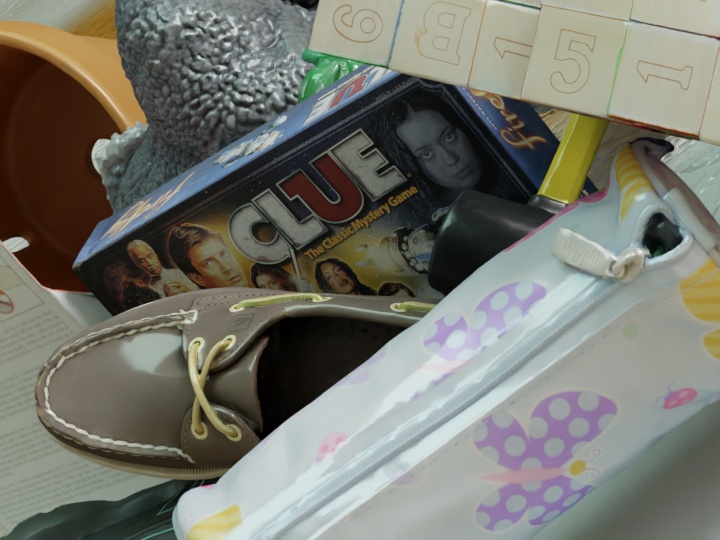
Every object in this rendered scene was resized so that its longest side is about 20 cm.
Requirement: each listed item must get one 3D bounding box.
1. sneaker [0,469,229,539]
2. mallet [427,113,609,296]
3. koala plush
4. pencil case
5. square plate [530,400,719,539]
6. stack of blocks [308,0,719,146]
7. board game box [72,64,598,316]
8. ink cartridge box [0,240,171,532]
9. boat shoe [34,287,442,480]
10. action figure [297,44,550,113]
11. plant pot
[{"bbox_3d":[-0.053,0.109,1.042,0.199,0.075,0.079,-32,47,8],"label":"sneaker"},{"bbox_3d":[0.080,-0.073,0.964,0.041,0.065,0.201,64,-138,-72],"label":"mallet"},{"bbox_3d":[-0.055,-0.053,1.249,0.200,0.183,0.178,-59,45,37],"label":"koala plush"},{"bbox_3d":[0.037,0.048,0.836,0.200,0.083,0.091,-38,-3,10],"label":"pencil case"},{"bbox_3d":[0.080,0.082,0.853,0.200,0.028,0.198,-44,16,-12],"label":"square plate"},{"bbox_3d":[0.088,-0.073,0.835,0.115,0.199,0.059,4,-80,-66],"label":"stack of blocks"},{"bbox_3d":[0.000,0.000,1.051,0.200,0.136,0.035,-29,20,36],"label":"board game box"},{"bbox_3d":[-0.144,0.036,1.161,0.160,0.200,0.047,-21,25,48],"label":"ink cartridge box"},{"bbox_3d":[-0.030,0.041,0.986,0.199,0.072,0.060,-1,-4,12],"label":"boat shoe"},{"bbox_3d":[0.041,-0.079,1.112,0.118,0.055,0.199,24,21,36],"label":"action figure"},{"bbox_3d":[-0.166,-0.045,1.476,0.200,0.201,0.140,-32,1,27],"label":"plant pot"}]
